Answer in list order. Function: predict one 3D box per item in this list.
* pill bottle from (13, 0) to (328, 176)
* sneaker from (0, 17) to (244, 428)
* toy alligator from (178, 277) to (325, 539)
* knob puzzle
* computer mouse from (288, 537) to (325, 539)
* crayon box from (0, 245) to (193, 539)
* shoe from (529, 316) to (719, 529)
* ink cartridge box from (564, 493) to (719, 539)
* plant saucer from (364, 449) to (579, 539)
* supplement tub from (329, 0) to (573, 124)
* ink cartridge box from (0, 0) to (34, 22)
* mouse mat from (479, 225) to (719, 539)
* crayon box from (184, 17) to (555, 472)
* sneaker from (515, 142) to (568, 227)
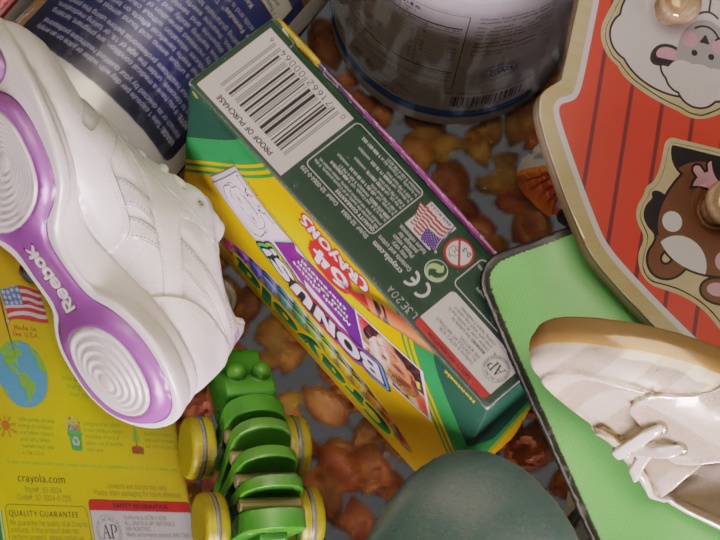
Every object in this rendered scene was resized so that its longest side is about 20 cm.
[{"bbox_3d":[-0.116,-0.103,1.151,0.111,0.111,0.200,38,74,8],"label":"pill bottle"},{"bbox_3d":[-0.122,-0.029,1.072,0.100,0.075,0.200,-40,108,-47],"label":"sneaker"},{"bbox_3d":[-0.054,0.072,1.103,0.059,0.054,0.200,0,55,-19],"label":"toy alligator"},{"bbox_3d":[0.172,-0.050,1.008,0.219,0.030,0.220,3,79,-13],"label":"knob puzzle"},{"bbox_3d":[-0.048,0.211,1.099,0.059,0.034,0.200,16,69,-22],"label":"computer mouse"},{"bbox_3d":[-0.142,0.088,1.086,0.051,0.127,0.200,-22,70,36],"label":"crayon box"},{"bbox_3d":[0.158,0.079,0.956,0.200,0.070,0.053,26,64,-4],"label":"shoe"},{"bbox_3d":[0.148,0.111,1.075,0.083,0.145,0.200,16,72,-4],"label":"ink cartridge box"},{"bbox_3d":[0.035,0.181,1.032,0.039,0.201,0.201,3,71,-32],"label":"plant saucer"},{"bbox_3d":[0.052,-0.162,1.132,0.132,0.200,0.132,1,73,-3],"label":"supplement tub"},{"bbox_3d":[-0.250,-0.180,1.180,0.200,0.083,0.145,36,75,7],"label":"ink cartridge box"},{"bbox_3d":[0.167,0.036,1.011,0.200,0.008,0.161,-20,79,-14],"label":"mouse mat"},{"bbox_3d":[0.000,0.000,1.094,0.058,0.173,0.200,-39,79,-17],"label":"crayon box"},{"bbox_3d":[0.165,-0.079,1.134,0.076,0.200,0.092,41,59,-36],"label":"sneaker"}]
